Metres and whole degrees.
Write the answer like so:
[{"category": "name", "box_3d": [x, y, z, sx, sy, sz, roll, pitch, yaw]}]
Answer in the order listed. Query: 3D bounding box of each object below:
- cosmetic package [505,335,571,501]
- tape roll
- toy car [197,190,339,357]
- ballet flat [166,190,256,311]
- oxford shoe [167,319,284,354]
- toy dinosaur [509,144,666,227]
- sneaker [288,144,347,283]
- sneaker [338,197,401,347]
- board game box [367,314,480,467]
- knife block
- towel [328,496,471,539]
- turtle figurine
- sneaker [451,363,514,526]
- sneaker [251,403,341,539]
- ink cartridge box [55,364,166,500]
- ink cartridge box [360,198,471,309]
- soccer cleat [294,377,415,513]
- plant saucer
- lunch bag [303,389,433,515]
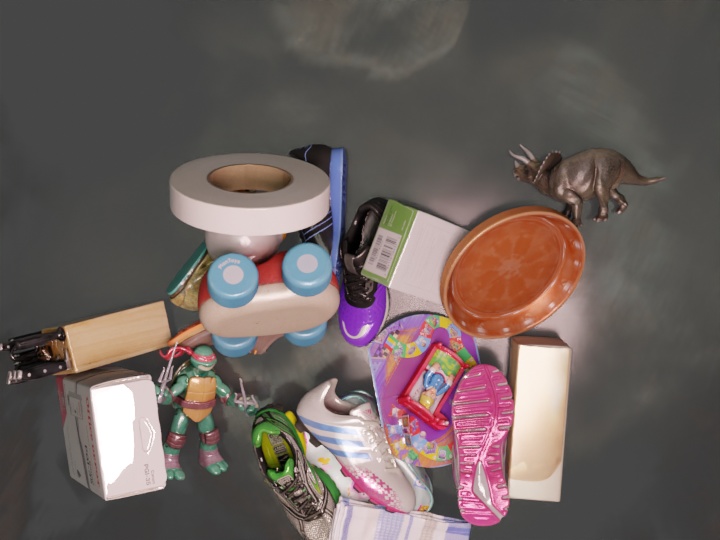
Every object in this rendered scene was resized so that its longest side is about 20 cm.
[{"category": "cosmetic package", "box_3d": [0.228, 0.190, 1.575, 0.071, 0.105, 0.201, 4, 93, 1]}, {"category": "tape roll", "box_3d": [-0.136, -0.097, 1.487, 0.201, 0.203, 0.037, 4, 115, 4]}, {"category": "toy car", "box_3d": [-0.125, -0.023, 1.517, 0.176, 0.185, 0.201, -8, 65, -8]}, {"category": "ballet flat", "box_3d": [-0.182, -0.031, 1.612, 0.071, 0.071, 0.201, 34, 94, 1]}, {"category": "oxford shoe", "box_3d": [-0.159, 0.084, 1.612, 0.199, 0.071, 0.073, -17, 97, 4]}, {"category": "toy dinosaur", "box_3d": [0.298, -0.117, 1.564, 0.199, 0.077, 0.103, -7, 107, 8]}, {"category": "sneaker", "box_3d": [-0.061, -0.066, 1.598, 0.077, 0.070, 0.201, 2, 87, 6]}, {"category": "sneaker", "box_3d": [0.000, 0.000, 1.572, 0.069, 0.099, 0.201, 12, 92, 21]}, {"category": "board game box", "box_3d": [0.099, 0.155, 1.573, 0.157, 0.039, 0.201, -8, 85, -21]}, {"category": "knife block", "box_3d": [-0.361, 0.097, 1.572, 0.199, 0.176, 0.064, -12, 94, 4]}, {"category": "towel", "box_3d": [0.045, 0.378, 1.548, 0.199, 0.024, 0.148, 14, 85, -22]}, {"category": "turtle figurine", "box_3d": [-0.211, 0.174, 1.591, 0.149, 0.101, 0.201, 4, 112, -16]}, {"category": "sneaker", "box_3d": [0.150, 0.221, 1.545, 0.081, 0.088, 0.201, 4, 85, -2]}, {"category": "sneaker", "box_3d": [-0.087, 0.273, 1.536, 0.078, 0.085, 0.201, -29, 94, 12]}, {"category": "ink cartridge box", "box_3d": [-0.325, 0.204, 1.560, 0.082, 0.200, 0.148, -9, 93, -26]}, {"category": "ink cartridge box", "box_3d": [0.101, -0.012, 1.567, 0.059, 0.199, 0.104, 24, 94, 46]}, {"category": "soccer cleat", "box_3d": [0.006, 0.221, 1.526, 0.200, 0.070, 0.086, 42, 108, 4]}, {"category": "plant saucer", "box_3d": [0.194, 0.001, 1.550, 0.199, 0.032, 0.201, -13, 130, -16]}, {"category": "lunch bag", "box_3d": [-0.011, 0.268, 1.610, 0.160, 0.077, 0.200, -36, 91, 7]}]
